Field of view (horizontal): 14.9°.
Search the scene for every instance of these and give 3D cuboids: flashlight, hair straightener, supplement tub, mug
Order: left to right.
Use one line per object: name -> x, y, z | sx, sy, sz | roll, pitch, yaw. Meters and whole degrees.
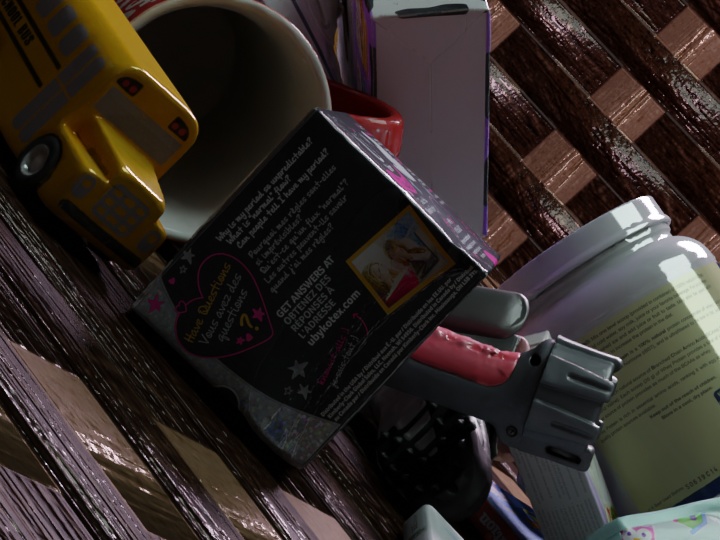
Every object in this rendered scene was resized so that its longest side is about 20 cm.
mug -> -0.085, -0.091, 1.540 | 0.177, 0.133, 0.200 | 38, 4, -20
hair straightener -> 0.000, 0.000, 1.523 | 0.200, 0.041, 0.077 | 19, -41, 18
flashlight -> 0.038, 0.036, 1.460 | 0.200, 0.068, 0.068 | 18, -39, 7
supplement tub -> 0.181, 0.071, 1.674 | 0.200, 0.145, 0.145 | 58, 7, 10

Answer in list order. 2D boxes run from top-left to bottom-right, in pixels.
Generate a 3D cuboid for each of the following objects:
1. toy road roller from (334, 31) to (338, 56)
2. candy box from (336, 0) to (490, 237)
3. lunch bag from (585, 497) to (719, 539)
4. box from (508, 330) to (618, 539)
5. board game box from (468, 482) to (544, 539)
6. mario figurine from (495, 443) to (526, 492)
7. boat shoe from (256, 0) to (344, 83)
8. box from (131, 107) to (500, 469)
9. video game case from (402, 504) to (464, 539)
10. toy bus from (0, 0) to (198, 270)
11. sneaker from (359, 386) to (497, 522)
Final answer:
toy road roller -> 0.000, -0.080, 1.854 | 0.200, 0.146, 0.123 | 30, 4, 7
candy box -> 0.029, -0.142, 1.654 | 0.200, 0.071, 0.168 | -101, -173, -49
lunch bag -> 0.205, 0.221, 1.519 | 0.200, 0.122, 0.171 | 27, 37, -60
box -> 0.123, 0.132, 1.606 | 0.039, 0.041, 0.200 | -70, 141, -63
board game box -> 0.113, 0.179, 1.715 | 0.103, 0.019, 0.200 | 52, 7, 27
mario figurine -> 0.110, 0.125, 1.788 | 0.200, 0.106, 0.124 | 41, -36, 18
boat shoe -> -0.041, -0.157, 1.646 | 0.074, 0.065, 0.200 | 8, -54, 52
box -> -0.019, 0.004, 1.332 | 0.115, 0.132, 0.200 | 44, 5, 2
video game case -> 0.095, 0.207, 1.330 | 0.200, 0.024, 0.182 | 47, 5, -5
toy bus -> -0.137, -0.084, 1.321 | 0.065, 0.078, 0.200 | 43, 7, -38
sneaker -> 0.048, 0.095, 1.547 | 0.090, 0.066, 0.200 | 42, 5, -26
